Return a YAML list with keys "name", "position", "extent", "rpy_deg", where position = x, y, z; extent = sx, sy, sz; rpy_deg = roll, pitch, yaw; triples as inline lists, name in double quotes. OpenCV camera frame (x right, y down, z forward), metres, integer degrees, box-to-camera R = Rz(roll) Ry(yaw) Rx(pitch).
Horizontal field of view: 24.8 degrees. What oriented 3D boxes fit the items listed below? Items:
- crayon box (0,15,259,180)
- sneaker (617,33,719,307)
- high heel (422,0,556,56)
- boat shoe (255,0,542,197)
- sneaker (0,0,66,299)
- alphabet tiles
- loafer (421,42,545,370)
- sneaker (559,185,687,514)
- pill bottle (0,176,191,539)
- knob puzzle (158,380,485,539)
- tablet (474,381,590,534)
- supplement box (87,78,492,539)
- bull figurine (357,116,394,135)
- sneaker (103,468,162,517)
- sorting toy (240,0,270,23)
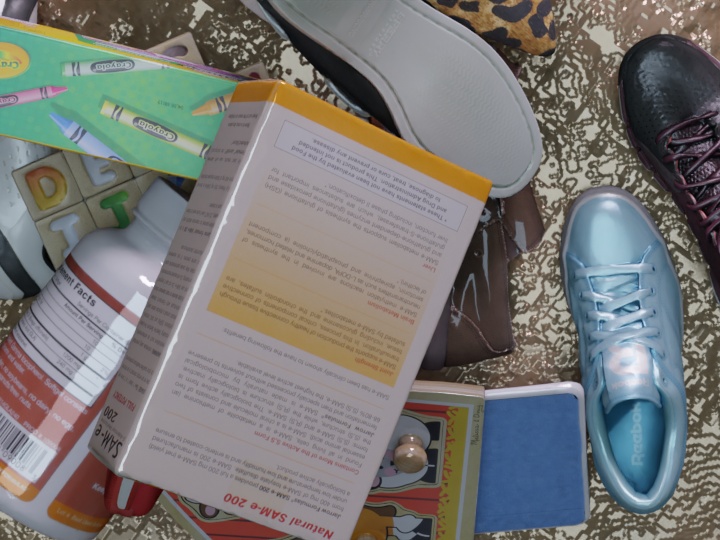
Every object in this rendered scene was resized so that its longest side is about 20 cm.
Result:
- name: "crayon box"
  position: [-0.131, -0.095, 0.921]
  extent: [0.199, 0.119, 0.058]
  rpy_deg: [13, 98, -13]
- name: "sneaker"
  position: [0.217, -0.049, 0.950]
  extent: [0.076, 0.116, 0.200]
  rpy_deg: [-28, 93, 6]
- name: "high heel"
  position: [0.033, -0.176, 0.846]
  extent: [0.071, 0.143, 0.200]
  rpy_deg: [-39, 100, 16]
- name: "boat shoe"
  position: [0.020, -0.118, 0.914]
  extent: [0.076, 0.060, 0.200]
  rpy_deg: [-46, 107, -6]
- name: "sneaker"
  position: [-0.212, -0.077, 1.013]
  extent: [0.080, 0.074, 0.201]
  rpy_deg: [6, 100, -12]
- name: "alphabet tiles"
  position: [-0.110, -0.034, 1.002]
  extent: [0.166, 0.006, 0.200]
  rpy_deg: [-24, 105, -6]
- name: "loafer"
  position: [0.076, -0.037, 0.992]
  extent: [0.071, 0.073, 0.201]
  rpy_deg: [7, 101, -7]
- name: "sneaker"
  position: [0.164, 0.049, 0.979]
  extent: [0.074, 0.082, 0.201]
  rpy_deg: [-11, 94, 5]
- name: "pill bottle"
  position: [-0.143, 0.049, 0.951]
  extent: [0.112, 0.112, 0.200]
  rpy_deg: [37, 91, 1]
- name: "knob puzzle"
  position: [-0.030, 0.136, 0.976]
  extent: [0.219, 0.030, 0.220]
  rpy_deg: [2, 130, 3]
- name: "tablet"
  position: [0.038, 0.120, 0.996]
  extent: [0.199, 0.014, 0.130]
  rpy_deg: [-6, 132, 4]
- name: "supplement box"
  position: [-0.035, 0.022, 0.805]
  extent: [0.126, 0.074, 0.200]
  rpy_deg: [24, 86, -22]
- name: "bull figurine"
  position: [0.000, 0.000, 0.975]
  extent: [0.065, 0.121, 0.201]
  rpy_deg: [9, 90, 0]
- name: "sneaker"
  position: [-0.050, 0.060, 0.872]
  extent: [0.115, 0.078, 0.200]
  rpy_deg: [27, 98, -12]
- name: "sorting toy"
  position: [-0.044, -0.242, 0.947]
  extent: [0.200, 0.107, 0.180]
  rpy_deg: [-36, 82, 7]
